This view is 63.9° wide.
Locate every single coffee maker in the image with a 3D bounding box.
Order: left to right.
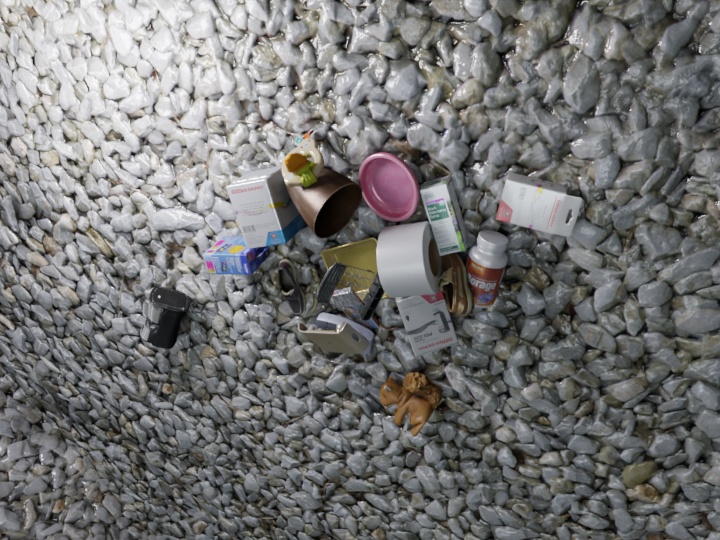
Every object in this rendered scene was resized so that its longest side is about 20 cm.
[{"bbox_3d":[-0.698,0.185,2.114,0.190,0.135,0.202,29,123,4],"label":"coffee maker"}]

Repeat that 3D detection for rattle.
[{"bbox_3d":[-0.173,-0.340,1.577,0.128,0.203,0.142,-9,152,33],"label":"rattle"}]

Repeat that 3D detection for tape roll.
[{"bbox_3d":[0.144,-0.029,1.640,0.137,0.203,0.206,-5,114,23],"label":"tape roll"}]

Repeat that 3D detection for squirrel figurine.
[{"bbox_3d":[0.164,0.415,1.919,0.186,0.141,0.202,37,109,12],"label":"squirrel figurine"}]

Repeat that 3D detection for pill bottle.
[{"bbox_3d":[0.349,-0.005,1.626,0.110,0.112,0.203,17,121,12],"label":"pill bottle"}]

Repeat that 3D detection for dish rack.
[{"bbox_3d":[-0.027,0.059,1.710,0.198,0.055,0.155,15,110,-35],"label":"dish rack"}]

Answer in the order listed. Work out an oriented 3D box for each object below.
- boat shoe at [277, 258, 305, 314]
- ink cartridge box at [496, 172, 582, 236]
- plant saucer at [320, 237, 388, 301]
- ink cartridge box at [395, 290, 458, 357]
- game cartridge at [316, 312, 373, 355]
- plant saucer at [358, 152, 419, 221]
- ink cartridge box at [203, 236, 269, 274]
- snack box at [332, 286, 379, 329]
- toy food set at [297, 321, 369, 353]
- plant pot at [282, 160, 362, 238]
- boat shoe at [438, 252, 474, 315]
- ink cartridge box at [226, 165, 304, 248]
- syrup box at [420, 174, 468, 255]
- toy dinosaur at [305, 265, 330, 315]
[{"bbox_3d":[-0.236,0.064,1.914,0.071,0.065,0.203,-1,116,20],"label":"boat shoe"},{"bbox_3d":[0.471,-0.173,1.520,0.197,0.068,0.118,17,121,14],"label":"ink cartridge box"},{"bbox_3d":[0.000,0.000,1.801,0.197,0.049,0.203,-13,110,25],"label":"plant saucer"},{"bbox_3d":[0.200,0.142,1.753,0.143,0.085,0.203,-18,111,6],"label":"ink cartridge box"},{"bbox_3d":[-0.050,0.209,1.908,0.197,0.042,0.134,20,140,10],"label":"game cartridge"},{"bbox_3d":[0.086,-0.239,1.621,0.198,0.051,0.203,24,133,27],"label":"plant saucer"},{"bbox_3d":[-0.388,-0.050,1.873,0.196,0.137,0.078,2,120,20],"label":"ink cartridge box"},{"bbox_3d":[-0.014,0.125,1.834,0.071,0.025,0.201,-14,136,26],"label":"snack box"},{"bbox_3d":[-0.088,0.208,1.864,0.197,0.061,0.144,-2,147,36],"label":"toy food set"},{"bbox_3d":[-0.127,-0.230,1.667,0.200,0.186,0.189,43,126,23],"label":"plant pot"},{"bbox_3d":[0.258,0.031,1.614,0.072,0.203,0.076,-1,145,-19],"label":"boat shoe"},{"bbox_3d":[-0.285,-0.194,1.754,0.144,0.146,0.203,-5,114,24],"label":"ink cartridge box"},{"bbox_3d":[0.236,-0.154,1.612,0.077,0.082,0.203,-11,112,23],"label":"syrup box"},{"bbox_3d":[-0.134,0.077,1.895,0.087,0.047,0.203,23,123,26],"label":"toy dinosaur"}]
